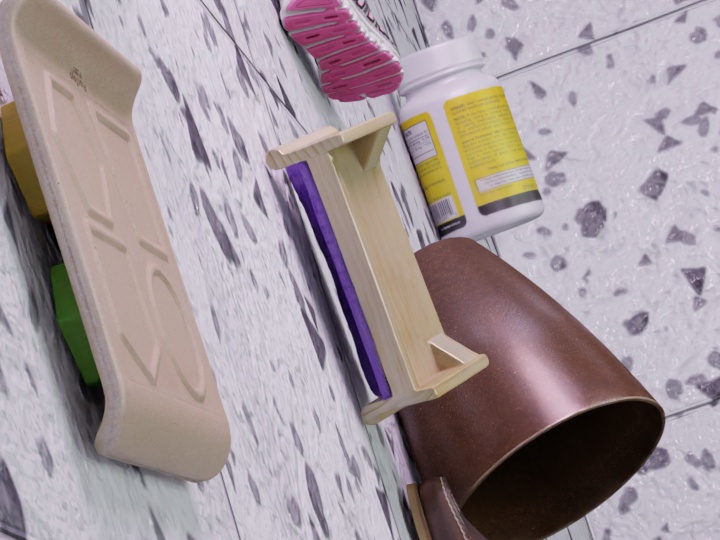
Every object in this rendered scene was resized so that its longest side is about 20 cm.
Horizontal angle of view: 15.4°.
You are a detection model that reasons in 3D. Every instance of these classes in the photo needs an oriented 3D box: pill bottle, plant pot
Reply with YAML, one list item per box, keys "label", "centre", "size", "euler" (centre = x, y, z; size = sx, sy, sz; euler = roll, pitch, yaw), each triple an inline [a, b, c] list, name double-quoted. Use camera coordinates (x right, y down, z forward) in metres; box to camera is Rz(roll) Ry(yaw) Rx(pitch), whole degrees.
- label: "pill bottle"
  centre: [0.108, -0.134, 2.759]
  size: [0.114, 0.114, 0.201]
  euler: [2, 68, -82]
- label: "plant pot"
  centre: [0.097, 0.079, 1.990]
  size: [0.200, 0.187, 0.187]
  euler: [57, 1, 27]

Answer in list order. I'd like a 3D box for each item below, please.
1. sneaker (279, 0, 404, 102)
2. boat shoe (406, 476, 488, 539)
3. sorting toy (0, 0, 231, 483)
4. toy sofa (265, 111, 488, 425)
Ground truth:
- label: "sneaker"
  centre: [-0.018, -0.210, 2.198]
  size: [0.200, 0.073, 0.088]
  euler: [48, 29, -59]
- label: "boat shoe"
  centre: [0.094, 0.233, 1.876]
  size: [0.070, 0.070, 0.201]
  euler: [-70, 139, -77]
- label: "sorting toy"
  centre: [-0.112, -0.009, 1.168]
  size: [0.185, 0.036, 0.201]
  euler: [38, 37, -76]
- label: "toy sofa"
  centre: [0.000, 0.000, 1.824]
  size: [0.083, 0.097, 0.201]
  euler: [-28, 99, -58]
